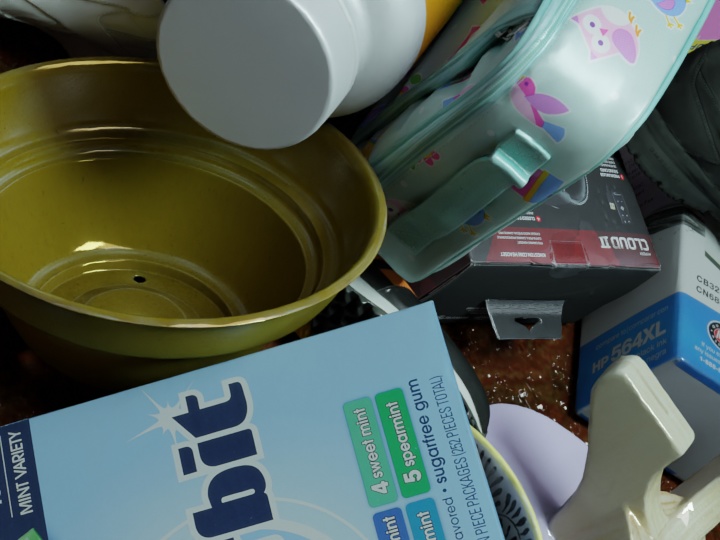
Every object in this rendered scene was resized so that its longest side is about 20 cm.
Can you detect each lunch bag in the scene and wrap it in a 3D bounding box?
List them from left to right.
[{"bbox_3d":[0.071,-0.084,0.957,0.077,0.200,0.161,42,55,-7],"label":"lunch bag"}]

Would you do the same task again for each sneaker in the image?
[{"bbox_3d":[-0.139,-0.148,0.978,0.199,0.099,0.075,19,55,-33],"label":"sneaker"},{"bbox_3d":[0.000,0.000,1.036,0.200,0.070,0.090,44,46,-10],"label":"sneaker"},{"bbox_3d":[0.232,-0.044,1.143,0.200,0.091,0.076,40,42,-16],"label":"sneaker"}]

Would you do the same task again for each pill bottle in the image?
[{"bbox_3d":[-0.011,-0.137,0.952,0.111,0.111,0.200,47,39,-10],"label":"pill bottle"}]

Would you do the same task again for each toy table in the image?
[{"bbox_3d":[0.142,0.138,1.049,0.200,0.117,0.184,45,42,-13],"label":"toy table"}]

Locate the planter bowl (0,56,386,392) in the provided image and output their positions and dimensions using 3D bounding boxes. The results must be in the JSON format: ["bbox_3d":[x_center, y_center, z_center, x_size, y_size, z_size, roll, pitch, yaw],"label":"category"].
[{"bbox_3d":[-0.092,-0.006,0.915,0.199,0.084,0.201,7,35,-5],"label":"planter bowl"}]

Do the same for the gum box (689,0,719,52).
[{"bbox_3d":[0.147,-0.209,1.243,0.066,0.114,0.200,-7,53,-45],"label":"gum box"}]

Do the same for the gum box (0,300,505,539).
[{"bbox_3d":[-0.044,0.117,0.822,0.045,0.199,0.171,73,1,-57],"label":"gum box"}]

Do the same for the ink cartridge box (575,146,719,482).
[{"bbox_3d":[0.205,0.018,1.209,0.146,0.084,0.201,31,47,-25],"label":"ink cartridge box"}]

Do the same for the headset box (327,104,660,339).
[{"bbox_3d":[0.064,-0.058,1.130,0.148,0.077,0.201,0,66,-43],"label":"headset box"}]

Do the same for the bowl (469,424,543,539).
[{"bbox_3d":[-0.020,0.151,0.879,0.094,0.199,0.202,77,11,-57],"label":"bowl"}]
